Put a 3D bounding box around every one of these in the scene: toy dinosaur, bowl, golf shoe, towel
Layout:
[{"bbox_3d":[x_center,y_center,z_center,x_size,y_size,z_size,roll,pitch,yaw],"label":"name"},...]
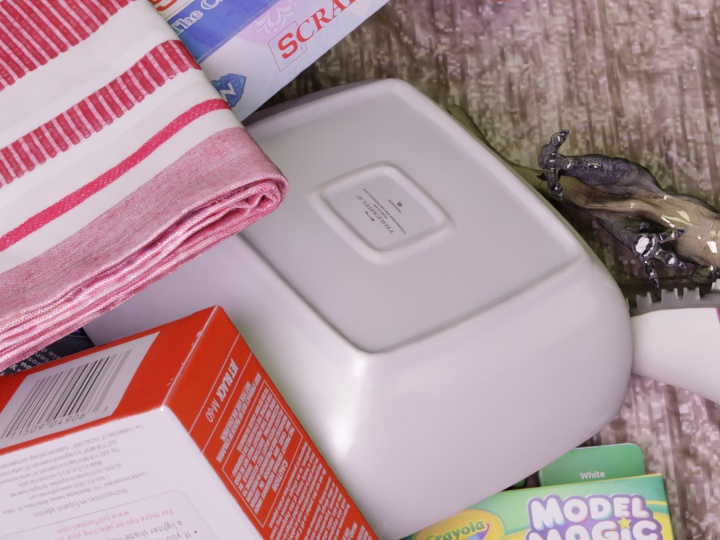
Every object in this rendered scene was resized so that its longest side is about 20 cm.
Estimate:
[{"bbox_3d":[0.116,-0.029,0.964,0.200,0.088,0.048,23,99,15],"label":"toy dinosaur"},{"bbox_3d":[0.000,0.000,0.892,0.199,0.075,0.200,-22,55,-36],"label":"bowl"},{"bbox_3d":[0.191,0.058,0.916,0.200,0.077,0.088,12,81,16],"label":"golf shoe"},{"bbox_3d":[-0.128,-0.050,0.817,0.144,0.023,0.200,-31,45,-7],"label":"towel"}]

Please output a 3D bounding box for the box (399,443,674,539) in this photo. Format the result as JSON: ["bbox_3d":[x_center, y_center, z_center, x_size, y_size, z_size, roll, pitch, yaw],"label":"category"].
[{"bbox_3d":[0.076,0.161,0.882,0.117,0.048,0.200,-7,61,-1],"label":"box"}]

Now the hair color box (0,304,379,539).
[{"bbox_3d":[-0.051,0.118,0.801,0.111,0.200,0.064,-18,27,29],"label":"hair color box"}]

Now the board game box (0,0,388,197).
[{"bbox_3d":[-0.107,-0.117,0.914,0.200,0.041,0.199,-41,47,-17],"label":"board game box"}]

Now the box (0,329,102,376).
[{"bbox_3d":[-0.196,0.092,0.836,0.122,0.106,0.200,29,38,-2],"label":"box"}]
